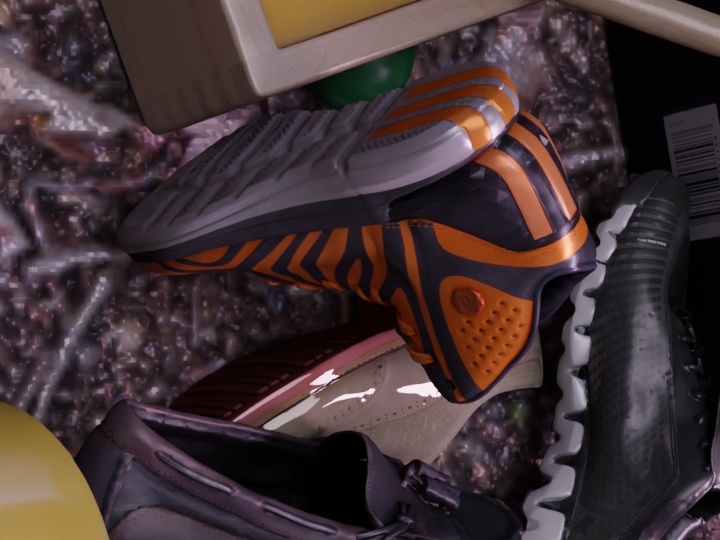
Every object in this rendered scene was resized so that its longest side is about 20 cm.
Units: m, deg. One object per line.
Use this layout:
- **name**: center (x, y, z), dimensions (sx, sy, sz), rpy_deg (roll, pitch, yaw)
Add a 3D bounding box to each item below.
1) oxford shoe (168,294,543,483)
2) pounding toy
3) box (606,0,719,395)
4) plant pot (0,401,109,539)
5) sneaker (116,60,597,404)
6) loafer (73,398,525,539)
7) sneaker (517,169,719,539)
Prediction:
- **oxford shoe**: center (-0.004, 0.058, 0.974), dimensions (0.200, 0.070, 0.075), rpy_deg (-28, 105, -26)
- **pounding toy**: center (0.006, -0.141, 0.959), dimensions (0.184, 0.142, 0.200), rpy_deg (-22, 94, -28)
- **box**: center (0.219, -0.048, 1.084), dimensions (0.182, 0.104, 0.200), rpy_deg (-8, 89, -27)
- **plant pot**: center (-0.190, 0.118, 0.809), dimensions (0.189, 0.201, 0.201), rpy_deg (-10, 89, -45)
- **sneaker**: center (0.000, 0.000, 0.914), dimensions (0.078, 0.200, 0.112), rpy_deg (-49, 116, -36)
- **loafer**: center (-0.015, 0.085, 0.905), dimensions (0.200, 0.072, 0.063), rpy_deg (7, 113, -35)
- **sneaker**: center (0.121, 0.060, 1.023), dimensions (0.090, 0.066, 0.200), rpy_deg (11, 79, 19)
